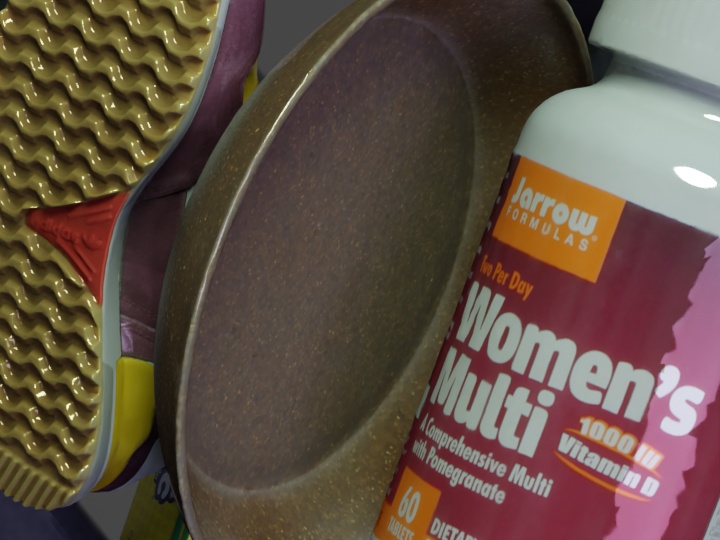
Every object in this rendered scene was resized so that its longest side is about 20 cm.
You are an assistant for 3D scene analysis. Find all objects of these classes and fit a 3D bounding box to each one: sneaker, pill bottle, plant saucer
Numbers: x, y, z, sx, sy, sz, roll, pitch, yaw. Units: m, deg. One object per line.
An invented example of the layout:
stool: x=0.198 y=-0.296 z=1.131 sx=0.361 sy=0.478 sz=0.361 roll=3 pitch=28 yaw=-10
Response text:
sneaker: x=-0.060 y=-0.030 z=0.774 sx=0.090 sy=0.075 sz=0.200 roll=-17 pitch=130 yaw=-55
pill bottle: x=0.084 y=0.014 z=0.773 sx=0.109 sy=0.110 sz=0.201 roll=16 pitch=97 yaw=-32
plant saucer: x=0.000 y=0.000 z=0.775 sx=0.200 sy=0.037 sz=0.201 roll=-36 pitch=139 yaw=-40

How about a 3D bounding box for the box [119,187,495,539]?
box: x=-0.009 y=0.062 z=0.871 sx=0.117 sy=0.048 sz=0.201 roll=15 pitch=99 yaw=-32
